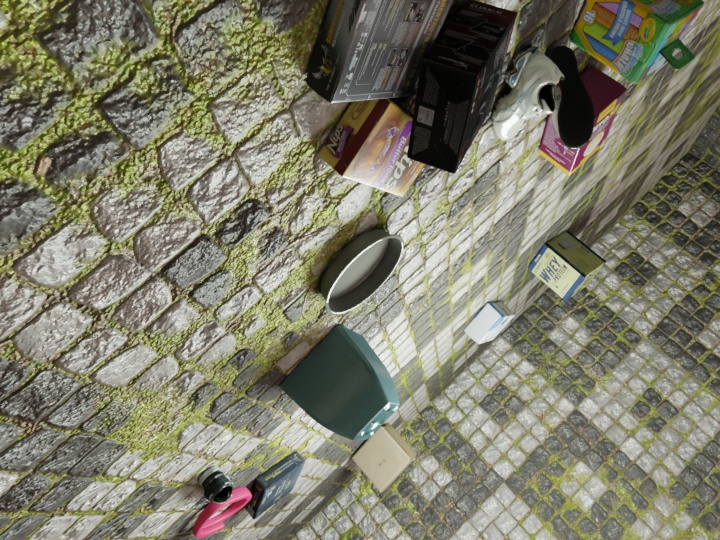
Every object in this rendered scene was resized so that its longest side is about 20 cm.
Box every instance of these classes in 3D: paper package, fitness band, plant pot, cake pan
[{"bbox_3d":[0.097,0.771,2.369,0.200,0.191,0.103,-49,161,11],"label":"paper package"},{"bbox_3d":[-0.379,0.658,1.564,0.144,0.037,0.200,-52,158,8],"label":"fitness band"},{"bbox_3d":[-0.025,0.276,1.311,0.196,0.200,0.196,-45,157,2],"label":"plant pot"},{"bbox_3d":[0.000,0.000,1.096,0.200,0.037,0.201,-37,156,-20],"label":"cake pan"}]

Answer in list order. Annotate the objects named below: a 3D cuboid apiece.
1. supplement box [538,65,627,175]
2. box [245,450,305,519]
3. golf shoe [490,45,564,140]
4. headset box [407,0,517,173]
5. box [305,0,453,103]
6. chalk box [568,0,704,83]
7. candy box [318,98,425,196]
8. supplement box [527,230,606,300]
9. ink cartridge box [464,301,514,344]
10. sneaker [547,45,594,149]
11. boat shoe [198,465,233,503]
[{"bbox_3d":[0.501,-0.337,1.306,0.131,0.103,0.200,-40,157,-10],"label":"supplement box"},{"bbox_3d":[-0.259,0.651,1.735,0.157,0.051,0.201,-26,150,-42],"label":"box"},{"bbox_3d":[0.302,-0.298,1.039,0.078,0.097,0.200,-37,157,-21],"label":"golf shoe"},{"bbox_3d":[0.140,-0.255,0.774,0.200,0.077,0.149,-57,162,-37],"label":"headset box"},{"bbox_3d":[0.035,-0.294,0.646,0.158,0.048,0.201,-24,149,-45],"label":"box"},{"bbox_3d":[0.507,-0.434,1.025,0.124,0.200,0.124,-34,155,-25],"label":"chalk box"},{"bbox_3d":[0.038,-0.181,0.833,0.117,0.056,0.200,-54,158,17],"label":"candy box"},{"bbox_3d":[0.810,-0.022,2.248,0.199,0.200,0.135,-23,148,-40],"label":"supplement box"},{"bbox_3d":[0.516,0.205,2.276,0.147,0.086,0.200,-53,155,18],"label":"ink cartridge box"},{"bbox_3d":[0.382,-0.303,1.069,0.067,0.203,0.108,-8,165,6],"label":"sneaker"},{"bbox_3d":[-0.341,0.531,1.376,0.075,0.060,0.200,-37,156,-18],"label":"boat shoe"}]
